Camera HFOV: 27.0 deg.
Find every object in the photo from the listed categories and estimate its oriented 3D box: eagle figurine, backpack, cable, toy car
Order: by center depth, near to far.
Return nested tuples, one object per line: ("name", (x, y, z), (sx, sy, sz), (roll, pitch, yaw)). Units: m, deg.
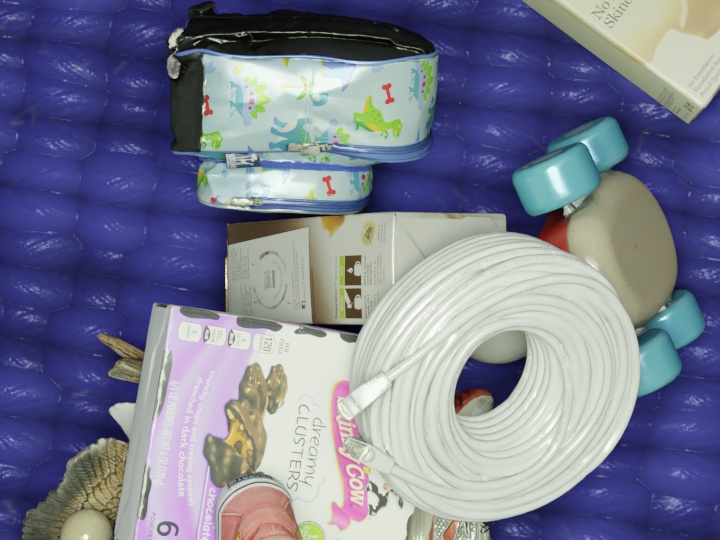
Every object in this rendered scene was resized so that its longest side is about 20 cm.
("cable", (0.090, 0.074, 1.012), (0.200, 0.069, 0.200), (-47, 121, -1))
("eagle figurine", (-0.160, 0.171, 1.154), (0.150, 0.151, 0.201), (18, 93, -36))
("backpack", (-0.041, -0.124, 1.158), (0.198, 0.183, 0.148), (0, 108, 0))
("toy car", (0.134, 0.010, 1.166), (0.199, 0.177, 0.185), (-21, 98, 29))

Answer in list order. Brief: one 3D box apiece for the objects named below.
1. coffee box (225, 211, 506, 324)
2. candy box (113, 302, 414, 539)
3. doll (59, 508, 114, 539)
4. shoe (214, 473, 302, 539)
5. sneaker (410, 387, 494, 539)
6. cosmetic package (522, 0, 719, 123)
("coffee box", (0.000, 0.000, 1.118), (0.114, 0.199, 0.080), (0, 89, -41))
("candy box", (-0.057, 0.121, 1.052), (0.198, 0.071, 0.169), (10, 87, -19))
("doll", (-0.142, 0.247, 1.086), (0.200, 0.048, 0.137), (40, 93, 9))
("shoe", (-0.054, 0.239, 0.981), (0.071, 0.091, 0.202), (-11, 114, -11))
("sneaker", (0.071, 0.189, 1.177), (0.082, 0.078, 0.202), (16, 95, 0))
("cosmetic package", (0.218, -0.221, 1.202), (0.199, 0.071, 0.105), (36, 88, 5))
